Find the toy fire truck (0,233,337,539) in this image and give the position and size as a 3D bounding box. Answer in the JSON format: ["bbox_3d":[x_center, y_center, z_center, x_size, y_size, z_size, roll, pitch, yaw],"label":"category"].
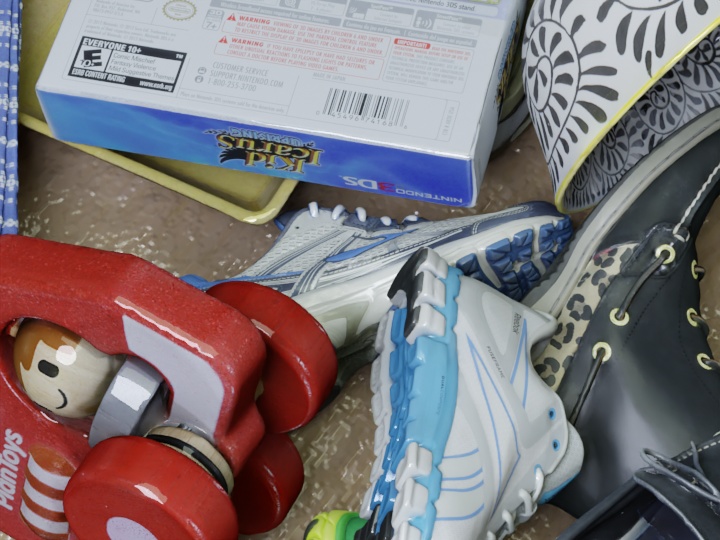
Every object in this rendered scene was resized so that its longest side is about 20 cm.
[{"bbox_3d":[-0.111,0.062,0.839,0.167,0.201,0.112,27,52,7],"label":"toy fire truck"}]

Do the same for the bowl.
[{"bbox_3d":[0.137,-0.124,0.924,0.200,0.201,0.094,-34,77,-19],"label":"bowl"}]

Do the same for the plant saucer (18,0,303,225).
[{"bbox_3d":[-0.077,-0.119,1.013,0.199,0.049,0.201,23,63,19],"label":"plant saucer"}]

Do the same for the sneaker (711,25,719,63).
[{"bbox_3d":[0.242,-0.174,1.029,0.199,0.094,0.070,-22,25,-11],"label":"sneaker"}]

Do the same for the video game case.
[{"bbox_3d":[-0.024,-0.128,0.958,0.199,0.046,0.182,10,61,11],"label":"video game case"}]

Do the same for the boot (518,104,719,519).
[{"bbox_3d":[0.150,0.041,0.929,0.153,0.074,0.204,38,75,15],"label":"boot"}]

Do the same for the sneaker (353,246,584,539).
[{"bbox_3d":[0.047,0.083,0.832,0.086,0.075,0.201,17,55,-11],"label":"sneaker"}]

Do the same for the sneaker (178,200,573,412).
[{"bbox_3d":[0.000,0.000,0.947,0.199,0.077,0.085,-20,57,-15],"label":"sneaker"}]

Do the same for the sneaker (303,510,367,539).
[{"bbox_3d":[0.028,0.174,0.837,0.083,0.074,0.201,-8,49,-9],"label":"sneaker"}]

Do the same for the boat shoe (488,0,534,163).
[{"bbox_3d":[0.080,-0.136,1.026,0.074,0.069,0.201,26,62,14],"label":"boat shoe"}]

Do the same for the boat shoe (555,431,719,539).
[{"bbox_3d":[0.131,0.106,0.824,0.199,0.062,0.075,-31,60,-22],"label":"boat shoe"}]

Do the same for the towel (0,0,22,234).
[{"bbox_3d":[-0.224,-0.075,0.948,0.144,0.024,0.201,0,56,-6],"label":"towel"}]
